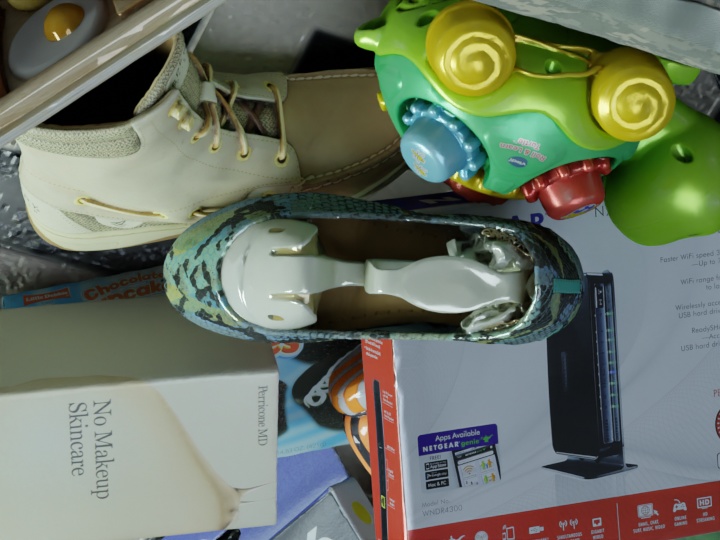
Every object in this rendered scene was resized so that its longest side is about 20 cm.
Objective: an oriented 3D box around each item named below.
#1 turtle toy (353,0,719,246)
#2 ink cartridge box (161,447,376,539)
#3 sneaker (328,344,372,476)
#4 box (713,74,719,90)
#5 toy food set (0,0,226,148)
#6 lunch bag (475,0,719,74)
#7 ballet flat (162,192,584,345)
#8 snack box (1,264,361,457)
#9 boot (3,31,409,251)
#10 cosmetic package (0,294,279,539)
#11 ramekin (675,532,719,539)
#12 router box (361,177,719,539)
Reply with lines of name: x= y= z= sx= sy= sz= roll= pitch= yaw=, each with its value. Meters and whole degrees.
turtle toy: x=0.089 y=-0.074 z=1.325 sx=0.200 sy=0.146 sz=0.101 roll=16 pitch=111 yaw=-12
ink cartridge box: x=-0.056 y=0.208 z=1.515 sx=0.198 sy=0.200 sz=0.047 roll=-41 pitch=155 yaw=17
sneaker: x=0.085 y=0.052 z=1.472 sx=0.200 sy=0.078 sz=0.112 roll=-33 pitch=108 yaw=-12
box: x=0.269 y=-0.024 z=1.453 sx=0.107 sy=0.149 sz=0.200 roll=-24 pitch=129 yaw=4
toy food set: x=-0.130 y=-0.145 z=1.252 sx=0.200 sy=0.144 sz=0.060 roll=-32 pitch=129 yaw=11
lunch bag: x=0.098 y=-0.165 z=1.255 sx=0.164 sy=0.200 sz=0.118 roll=16 pitch=117 yaw=-22
ballet flat: x=0.000 y=0.000 z=1.313 sx=0.200 sy=0.074 sz=0.074 roll=-1 pitch=131 yaw=13
snack box: x=-0.077 y=0.049 z=1.487 sx=0.200 sy=0.037 sz=0.116 roll=-11 pitch=128 yaw=-6
boot: x=-0.067 y=-0.075 z=1.335 sx=0.200 sy=0.073 sz=0.155 roll=-10 pitch=159 yaw=-1
cosmetic package: x=-0.143 y=0.076 z=1.421 sx=0.200 sy=0.073 sz=0.104 roll=-5 pitch=126 yaw=-8
ramekin: x=0.104 y=0.195 z=1.561 sx=0.200 sy=0.098 sz=0.200 roll=-1 pitch=154 yaw=0
router box: x=0.101 y=0.046 z=1.408 sx=0.200 sy=0.049 sz=0.180 roll=-8 pitch=100 yaw=-18
